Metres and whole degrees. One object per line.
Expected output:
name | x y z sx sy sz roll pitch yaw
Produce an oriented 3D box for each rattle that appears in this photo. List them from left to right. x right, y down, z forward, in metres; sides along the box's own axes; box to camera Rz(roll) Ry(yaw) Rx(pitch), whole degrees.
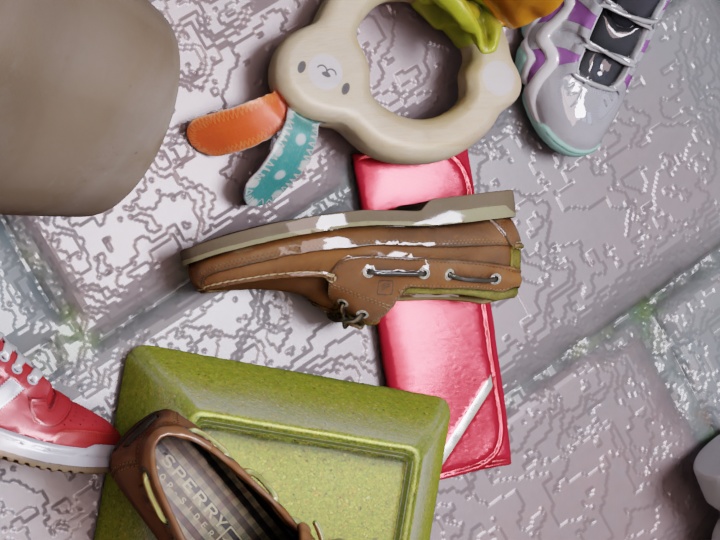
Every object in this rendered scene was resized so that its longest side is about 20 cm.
rattle | 0.016 -0.113 1.011 0.200 0.143 0.131 -19 105 -26

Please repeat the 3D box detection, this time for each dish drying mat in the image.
dish drying mat | 0.045 0.025 1.086 0.077 0.018 0.201 -9 93 -22

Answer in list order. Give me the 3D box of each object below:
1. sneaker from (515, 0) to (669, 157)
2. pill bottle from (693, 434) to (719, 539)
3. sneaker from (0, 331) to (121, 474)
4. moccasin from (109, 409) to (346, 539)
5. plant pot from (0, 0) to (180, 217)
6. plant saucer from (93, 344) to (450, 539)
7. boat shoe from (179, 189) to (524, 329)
sneaker | 0.162 -0.170 1.073 0.078 0.140 0.201 12 84 -23
pill bottle | 0.290 0.195 1.138 0.116 0.116 0.200 -28 101 -22
sneaker | -0.205 0.033 0.947 0.200 0.071 0.113 20 85 -20
moccasin | -0.048 0.155 0.950 0.074 0.078 0.202 -37 102 -17
plant pot | -0.191 -0.106 0.905 0.173 0.200 0.201 20 81 -38
plant saucer | -0.047 0.156 1.018 0.199 0.048 0.200 11 86 -18
boat shoe | 0.000 0.000 1.027 0.199 0.072 0.068 -9 91 -12
